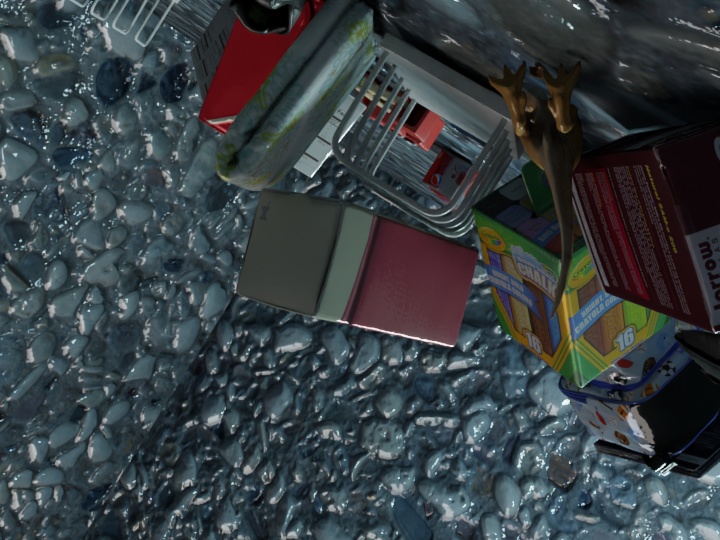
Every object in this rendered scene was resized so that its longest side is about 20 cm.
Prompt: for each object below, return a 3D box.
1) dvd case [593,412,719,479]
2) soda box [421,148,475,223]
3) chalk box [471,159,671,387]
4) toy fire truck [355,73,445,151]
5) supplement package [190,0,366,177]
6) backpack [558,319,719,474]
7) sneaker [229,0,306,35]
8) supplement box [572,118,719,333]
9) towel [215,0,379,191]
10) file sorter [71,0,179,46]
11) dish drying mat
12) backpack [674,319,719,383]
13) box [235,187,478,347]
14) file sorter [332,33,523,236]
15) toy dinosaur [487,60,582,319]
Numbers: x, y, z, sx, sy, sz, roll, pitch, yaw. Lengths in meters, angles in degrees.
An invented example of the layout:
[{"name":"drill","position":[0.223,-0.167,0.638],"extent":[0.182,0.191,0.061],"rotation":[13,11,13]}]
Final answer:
[{"name":"dvd case","position":[0.384,0.162,1.020],"extent":[0.149,0.200,0.016],"rotation":[2,119,61]},{"name":"soda box","position":[0.172,-0.142,1.539],"extent":[0.063,0.070,0.200],"rotation":[33,-177,21]},{"name":"chalk box","position":[0.192,-0.022,0.818],"extent":[0.124,0.125,0.200],"rotation":[39,156,48]},{"name":"toy fire truck","position":[0.037,-0.211,1.147],"extent":[0.200,0.049,0.141],"rotation":[36,-176,32]},{"name":"supplement package","position":[-0.105,-0.233,1.094],"extent":[0.156,0.111,0.200],"rotation":[29,-159,-30]},{"name":"backpack","position":[0.313,0.112,1.000],"extent":[0.154,0.200,0.190],"rotation":[58,159,-2]},{"name":"sneaker","position":[-0.074,-0.230,0.718],"extent":[0.071,0.083,0.200],"rotation":[32,-176,-12]},{"name":"supplement box","position":[0.194,-0.034,0.574],"extent":[0.200,0.061,0.109],"rotation":[-105,-5,-84]},{"name":"towel","position":[-0.057,-0.160,0.835],"extent":[0.048,0.200,0.171],"rotation":[38,-178,2]},{"name":"file sorter","position":[-0.461,-0.525,1.684],"extent":[0.200,0.125,0.139],"rotation":[32,-176,-7]},{"name":"dish drying mat","position":[-0.105,-0.215,0.928],"extent":[0.077,0.200,0.018],"rotation":[33,-139,0]},{"name":"backpack","position":[0.313,0.047,0.623],"extent":[0.163,0.154,0.200],"rotation":[30,162,-10]},{"name":"box","position":[0.000,0.000,0.891],"extent":[0.200,0.109,0.128],"rotation":[15,178,-43]},{"name":"file sorter","position":[0.069,-0.120,0.889],"extent":[0.139,0.125,0.200],"rotation":[32,-177,11]},{"name":"toy dinosaur","position":[0.131,-0.082,0.602],"extent":[0.200,0.060,0.106],"rotation":[-87,-25,-43]}]
